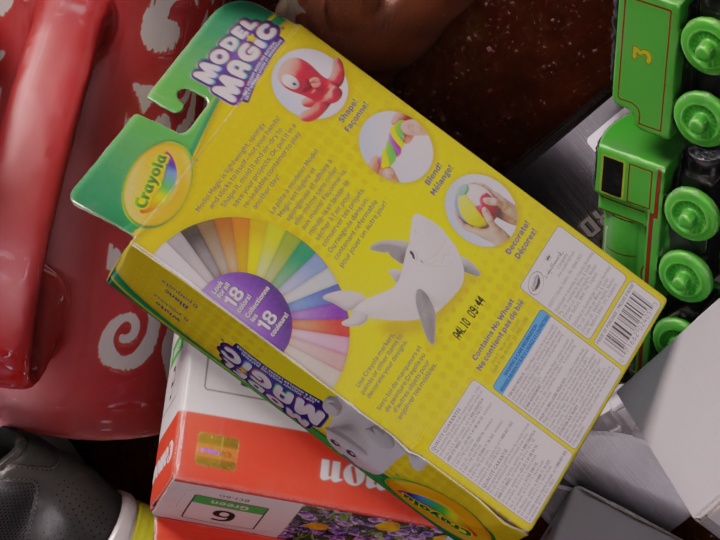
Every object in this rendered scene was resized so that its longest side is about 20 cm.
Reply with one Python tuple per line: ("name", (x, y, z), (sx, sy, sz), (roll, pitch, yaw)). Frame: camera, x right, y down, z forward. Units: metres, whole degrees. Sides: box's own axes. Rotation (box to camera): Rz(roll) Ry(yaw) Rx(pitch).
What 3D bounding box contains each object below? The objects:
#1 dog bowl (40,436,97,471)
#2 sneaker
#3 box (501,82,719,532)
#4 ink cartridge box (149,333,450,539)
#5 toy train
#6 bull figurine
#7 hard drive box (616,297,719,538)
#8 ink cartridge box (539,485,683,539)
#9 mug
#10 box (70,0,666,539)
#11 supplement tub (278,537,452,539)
("dog bowl", (-0.209, 0.144, 0.961), (0.199, 0.074, 0.201), (2, 103, 9))
("sneaker", (-0.174, 0.121, 0.860), (0.199, 0.075, 0.085), (-30, 115, 21))
("box", (0.126, 0.007, 0.891), (0.200, 0.048, 0.159), (-39, 94, 15))
("ink cartridge box", (-0.019, 0.062, 0.804), (0.108, 0.050, 0.201), (12, 64, -12))
("toy train", (0.115, -0.026, 0.805), (0.056, 0.042, 0.201), (22, 132, 26))
("bull figurine", (0.012, -0.126, 0.847), (0.200, 0.121, 0.065), (-47, 53, 2))
("hard drive box", (0.223, 0.062, 0.822), (0.156, 0.077, 0.200), (-43, 129, 13))
("ink cartridge box", (0.067, 0.209, 0.870), (0.084, 0.146, 0.201), (28, 123, 2))
("mug", (-0.109, -0.041, 0.860), (0.133, 0.177, 0.201), (6, 102, -28))
("box", (0.000, 0.000, 0.782), (0.200, 0.048, 0.118), (38, 61, -4))
("supplement tub", (-0.050, 0.163, 0.882), (0.144, 0.144, 0.200), (44, 83, -3))
